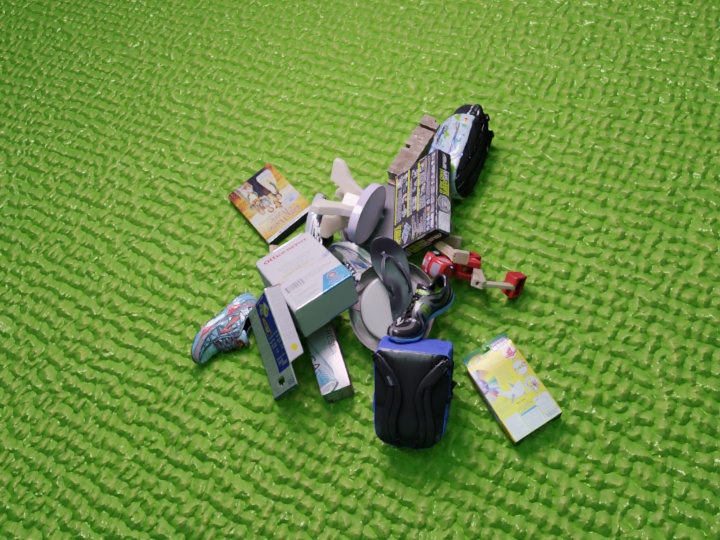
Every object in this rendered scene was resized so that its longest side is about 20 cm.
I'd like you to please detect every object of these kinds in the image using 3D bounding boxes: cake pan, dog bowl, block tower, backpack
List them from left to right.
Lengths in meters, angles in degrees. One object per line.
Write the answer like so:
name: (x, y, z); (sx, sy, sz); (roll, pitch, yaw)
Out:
cake pan: (0.041, -0.126, 1.548); (0.195, 0.037, 0.204); (-5, 61, 9)
dog bowl: (0.071, 0.082, 1.388); (0.195, 0.059, 0.205); (0, 82, 0)
block tower: (0.136, -0.295, 1.607); (0.053, 0.058, 0.202); (24, 71, 23)
backpack: (0.111, 0.239, 1.270); (0.159, 0.168, 0.205); (4, 100, 15)
backpack: (0.232, -0.267, 1.528); (0.150, 0.163, 0.204); (2, 69, 22)

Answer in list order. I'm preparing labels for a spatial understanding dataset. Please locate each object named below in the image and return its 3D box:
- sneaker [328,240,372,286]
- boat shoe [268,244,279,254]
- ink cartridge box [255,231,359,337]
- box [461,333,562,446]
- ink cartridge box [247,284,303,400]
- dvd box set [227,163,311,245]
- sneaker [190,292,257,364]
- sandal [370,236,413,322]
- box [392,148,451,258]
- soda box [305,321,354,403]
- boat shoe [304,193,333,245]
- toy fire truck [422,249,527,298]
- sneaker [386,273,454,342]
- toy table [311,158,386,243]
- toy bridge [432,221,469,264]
sneaker: (0.000, 0.000, 1.470); (0.197, 0.077, 0.086); (26, 74, 23)
boat shoe: (-0.161, 0.024, 1.496); (0.063, 0.072, 0.203); (-21, 70, -7)
ink cartridge box: (-0.116, 0.024, 1.372); (0.143, 0.086, 0.200); (-32, 45, -16)
box: (0.301, 0.237, 1.300); (0.116, 0.049, 0.202); (-29, 63, -5)
ink cartridge box: (-0.173, 0.155, 1.341); (0.046, 0.198, 0.203); (-17, 79, -26)
dvd box set: (-0.228, -0.167, 1.628); (0.146, 0.030, 0.200); (-38, 62, -10)
sneaker: (-0.296, 0.143, 1.451); (0.095, 0.080, 0.200); (37, 75, 24)
sandal: (0.077, 0.020, 1.346); (0.075, 0.043, 0.204); (-20, 81, -2)
box: (0.136, -0.148, 1.435); (0.044, 0.159, 0.204); (17, 62, -29)
soda box: (-0.074, 0.179, 1.396); (0.067, 0.064, 0.203); (-20, 60, 0)
boat shoe: (-0.097, -0.086, 1.545); (0.069, 0.072, 0.204); (9, 74, 6)
toy fire truck: (0.245, 0.008, 1.384); (0.197, 0.050, 0.141); (-2, 28, -34)
sneaker: (0.116, 0.073, 1.285); (0.070, 0.084, 0.199); (15, 42, 41)
toy table: (-0.025, -0.147, 1.447); (0.115, 0.200, 0.188); (20, 103, 14)
toy bridge: (0.191, -0.068, 1.424); (0.066, 0.028, 0.201); (9, 24, -7)
